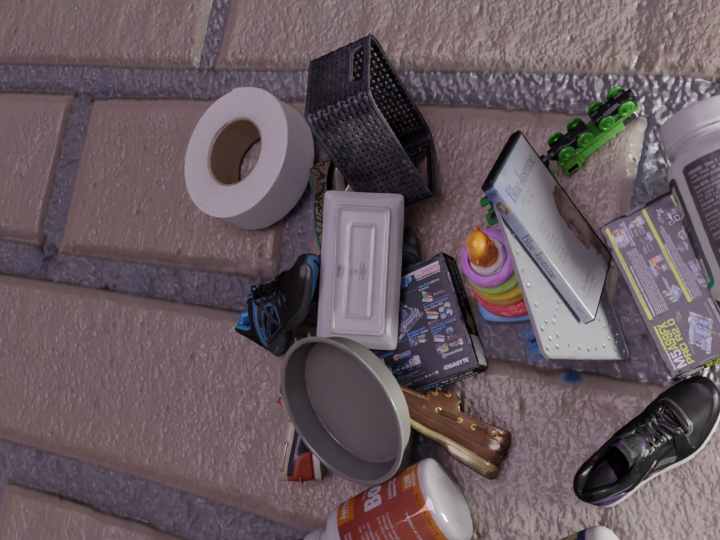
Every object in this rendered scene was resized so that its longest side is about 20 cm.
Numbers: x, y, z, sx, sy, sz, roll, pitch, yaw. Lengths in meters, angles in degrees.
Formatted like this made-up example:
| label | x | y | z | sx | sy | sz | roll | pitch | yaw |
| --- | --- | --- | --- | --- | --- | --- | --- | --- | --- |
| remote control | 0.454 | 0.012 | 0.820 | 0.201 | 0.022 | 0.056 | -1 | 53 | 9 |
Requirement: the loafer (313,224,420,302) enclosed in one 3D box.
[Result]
| label | x | y | z | sx | sy | sz | roll | pitch | yaw |
| --- | --- | --- | --- | --- | --- | --- | --- | --- | --- |
| loafer | -0.010 | -0.010 | 1.208 | 0.198 | 0.072 | 0.063 | -16 | 48 | 16 |

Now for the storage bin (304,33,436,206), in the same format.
| label | x | y | z | sx | sy | sz | roll | pitch | yaw |
| --- | --- | --- | --- | --- | --- | --- | --- | --- | --- |
| storage bin | 0.017 | -0.185 | 1.137 | 0.093 | 0.200 | 0.136 | -18 | 46 | 21 |

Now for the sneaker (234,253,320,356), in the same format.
| label | x | y | z | sx | sy | sz | roll | pitch | yaw |
| --- | --- | --- | --- | --- | --- | --- | --- | --- | --- |
| sneaker | -0.112 | 0.044 | 1.173 | 0.074 | 0.081 | 0.201 | -75 | 12 | -45 |

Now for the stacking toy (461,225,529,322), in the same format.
| label | x | y | z | sx | sy | sz | roll | pitch | yaw |
| --- | --- | --- | --- | --- | --- | --- | --- | --- | --- |
| stacking toy | 0.162 | -0.009 | 1.038 | 0.108 | 0.200 | 0.118 | -5 | 77 | 25 |

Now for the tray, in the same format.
| label | x | y | z | sx | sy | sz | roll | pitch | yaw |
| --- | --- | --- | --- | --- | --- | --- | --- | --- | --- |
| tray | 0.000 | 0.000 | 1.119 | 0.106 | 0.022 | 0.203 | 3 | 91 | 1 |

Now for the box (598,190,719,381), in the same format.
| label | x | y | z | sx | sy | sz | roll | pitch | yaw |
| --- | --- | --- | --- | --- | --- | --- | --- | --- | --- |
| box | 0.392 | 0.003 | 1.010 | 0.159 | 0.044 | 0.202 | -29 | 67 | 19 |

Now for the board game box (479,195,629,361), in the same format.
| label | x | y | z | sx | sy | sz | roll | pitch | yaw |
| --- | --- | --- | --- | --- | --- | --- | --- | --- | --- |
| board game box | 0.226 | 0.010 | 1.007 | 0.026 | 0.199 | 0.202 | -30 | 66 | 37 |

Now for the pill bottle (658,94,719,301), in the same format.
| label | x | y | z | sx | sy | sz | roll | pitch | yaw |
| --- | --- | --- | --- | --- | --- | --- | --- | --- | --- |
| pill bottle | 0.400 | -0.079 | 0.936 | 0.112 | 0.113 | 0.203 | -21 | 70 | 20 |

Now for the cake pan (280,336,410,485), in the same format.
| label | x | y | z | sx | sy | sz | roll | pitch | yaw |
| --- | --- | --- | --- | --- | --- | --- | --- | --- | --- |
| cake pan | -0.017 | 0.167 | 1.074 | 0.199 | 0.037 | 0.203 | 22 | 125 | 34 |

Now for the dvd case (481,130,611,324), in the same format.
| label | x | y | z | sx | sy | sz | roll | pitch | yaw |
| --- | --- | --- | --- | --- | --- | --- | --- | --- | --- |
| dvd case | 0.221 | -0.054 | 1.006 | 0.017 | 0.143 | 0.201 | -30 | 105 | 37 |

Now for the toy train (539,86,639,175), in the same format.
| label | x | y | z | sx | sy | sz | roll | pitch | yaw |
| --- | --- | --- | --- | --- | --- | --- | --- | --- | --- |
| toy train | 0.268 | -0.155 | 1.100 | 0.199 | 0.056 | 0.042 | -37 | 50 | 15 |

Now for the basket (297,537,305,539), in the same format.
| label | x | y | z | sx | sy | sz | roll | pitch | yaw |
| --- | --- | --- | --- | --- | --- | --- | --- | --- | --- |
| basket | -0.131 | 0.441 | 1.124 | 0.199 | 0.136 | 0.182 | -32 | 70 | 12 |

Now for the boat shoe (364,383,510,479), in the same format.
| label | x | y | z | sx | sy | sz | roll | pitch | yaw |
| --- | --- | --- | --- | --- | --- | --- | --- | --- | --- |
| boat shoe | 0.096 | 0.180 | 1.086 | 0.199 | 0.072 | 0.068 | 33 | 82 | 6 |

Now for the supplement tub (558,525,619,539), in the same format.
| label | x | y | z | sx | sy | sz | roll | pitch | yaw |
| --- | --- | --- | --- | --- | --- | --- | --- | --- | --- |
| supplement tub | 0.209 | 0.383 | 0.958 | 0.198 | 0.144 | 0.146 | -28 | 68 | 17 |

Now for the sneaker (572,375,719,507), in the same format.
| label | x | y | z | sx | sy | sz | roll | pitch | yaw |
| --- | --- | --- | --- | --- | --- | --- | --- | --- | --- |
| sneaker | 0.324 | 0.196 | 0.975 | 0.200 | 0.087 | 0.076 | -46 | 63 | 10 |

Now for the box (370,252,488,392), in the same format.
| label | x | y | z | sx | sy | sz | roll | pitch | yaw |
| --- | --- | --- | --- | --- | --- | --- | --- | --- | --- |
| box | 0.052 | 0.088 | 1.157 | 0.198 | 0.046 | 0.161 | -24 | 70 | 20 |

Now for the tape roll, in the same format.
| label | x | y | z | sx | sy | sz | roll | pitch | yaw |
| --- | --- | --- | --- | --- | --- | --- | --- | --- | --- |
| tape roll | -0.167 | -0.167 | 1.298 | 0.200 | 0.071 | 0.205 | -10 | 72 | 32 |

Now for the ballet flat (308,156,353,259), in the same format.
| label | x | y | z | sx | sy | sz | roll | pitch | yaw |
| --- | --- | --- | --- | --- | --- | --- | --- | --- | --- |
| ballet flat | -0.030 | -0.095 | 1.193 | 0.075 | 0.068 | 0.201 | -40 | 37 | 26 |

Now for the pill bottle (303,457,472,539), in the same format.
| label | x | y | z | sx | sy | sz | roll | pitch | yaw |
| --- | --- | --- | --- | --- | --- | --- | --- | --- | --- |
| pill bottle | 0.030 | 0.325 | 1.078 | 0.199 | 0.112 | 0.113 | -32 | 67 | 16 |

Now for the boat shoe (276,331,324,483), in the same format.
| label | x | y | z | sx | sy | sz | roll | pitch | yaw |
| --- | --- | --- | --- | --- | --- | --- | --- | --- | --- |
| boat shoe | -0.084 | 0.186 | 1.185 | 0.062 | 0.071 | 0.203 | -3 | 82 | 7 |
